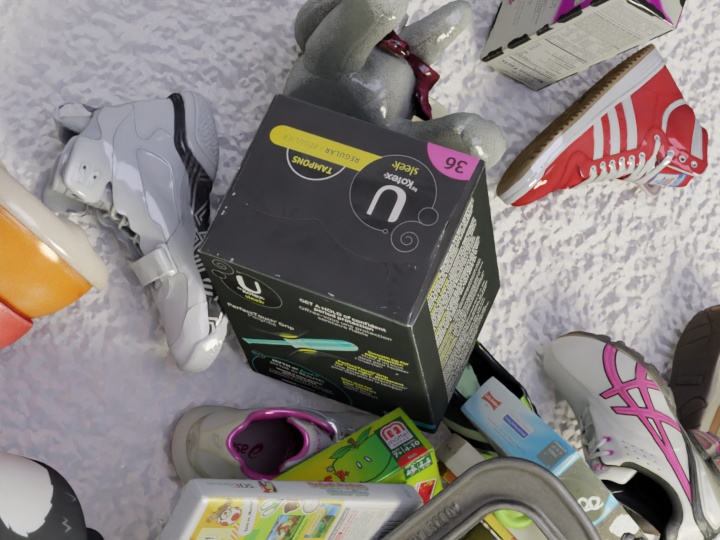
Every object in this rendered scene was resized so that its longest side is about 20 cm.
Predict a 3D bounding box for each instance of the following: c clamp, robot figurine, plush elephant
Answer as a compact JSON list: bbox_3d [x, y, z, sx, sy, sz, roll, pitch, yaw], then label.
[{"bbox_3d":[0.095,0.212,1.041,0.200,0.027,0.171,-35,91,17],"label":"c clamp"},{"bbox_3d":[-0.247,0.165,0.994,0.200,0.150,0.125,26,58,-54],"label":"robot figurine"},{"bbox_3d":[0.020,-0.143,1.185,0.165,0.200,0.155,50,43,-13],"label":"plush elephant"}]

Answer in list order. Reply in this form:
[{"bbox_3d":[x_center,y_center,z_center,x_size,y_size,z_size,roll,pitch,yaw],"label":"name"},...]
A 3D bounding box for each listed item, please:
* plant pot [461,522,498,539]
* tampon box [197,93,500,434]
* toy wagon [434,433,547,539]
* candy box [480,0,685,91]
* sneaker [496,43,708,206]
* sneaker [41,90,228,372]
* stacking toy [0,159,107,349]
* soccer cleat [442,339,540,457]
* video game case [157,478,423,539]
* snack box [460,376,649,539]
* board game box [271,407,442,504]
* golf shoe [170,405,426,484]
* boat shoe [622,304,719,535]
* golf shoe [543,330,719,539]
[{"bbox_3d":[0.104,0.298,1.149,0.142,0.200,0.200,-45,103,-3],"label":"plant pot"},{"bbox_3d":[0.000,0.000,1.094,0.150,0.200,0.126,19,69,15],"label":"tampon box"},{"bbox_3d":[0.131,0.194,1.128,0.040,0.155,0.200,-43,93,-3],"label":"toy wagon"},{"bbox_3d":[0.181,-0.227,1.239,0.061,0.200,0.137,27,73,-20],"label":"candy box"},{"bbox_3d":[0.202,-0.085,1.302,0.200,0.071,0.113,-41,97,-27],"label":"sneaker"},{"bbox_3d":[-0.155,-0.027,1.122,0.115,0.075,0.200,0,78,-24],"label":"sneaker"},{"bbox_3d":[-0.273,0.023,1.041,0.146,0.146,0.200,43,82,-14],"label":"stacking toy"},{"bbox_3d":[0.109,0.123,1.220,0.068,0.081,0.200,-45,104,-23],"label":"soccer cleat"},{"bbox_3d":[-0.073,0.218,1.058,0.182,0.023,0.200,8,120,-40],"label":"video game case"},{"bbox_3d":[0.159,0.170,1.161,0.037,0.116,0.200,-43,124,-3],"label":"snack box"},{"bbox_3d":[-0.038,0.185,1.108,0.200,0.048,0.102,-29,137,-13],"label":"board game box"},{"bbox_3d":[-0.029,0.132,1.149,0.200,0.091,0.075,4,79,-27],"label":"golf shoe"},{"bbox_3d":[0.276,0.126,1.307,0.072,0.076,0.200,34,75,-26],"label":"boat shoe"},{"bbox_3d":[0.199,0.123,1.223,0.092,0.073,0.200,-21,53,-32],"label":"golf shoe"}]
